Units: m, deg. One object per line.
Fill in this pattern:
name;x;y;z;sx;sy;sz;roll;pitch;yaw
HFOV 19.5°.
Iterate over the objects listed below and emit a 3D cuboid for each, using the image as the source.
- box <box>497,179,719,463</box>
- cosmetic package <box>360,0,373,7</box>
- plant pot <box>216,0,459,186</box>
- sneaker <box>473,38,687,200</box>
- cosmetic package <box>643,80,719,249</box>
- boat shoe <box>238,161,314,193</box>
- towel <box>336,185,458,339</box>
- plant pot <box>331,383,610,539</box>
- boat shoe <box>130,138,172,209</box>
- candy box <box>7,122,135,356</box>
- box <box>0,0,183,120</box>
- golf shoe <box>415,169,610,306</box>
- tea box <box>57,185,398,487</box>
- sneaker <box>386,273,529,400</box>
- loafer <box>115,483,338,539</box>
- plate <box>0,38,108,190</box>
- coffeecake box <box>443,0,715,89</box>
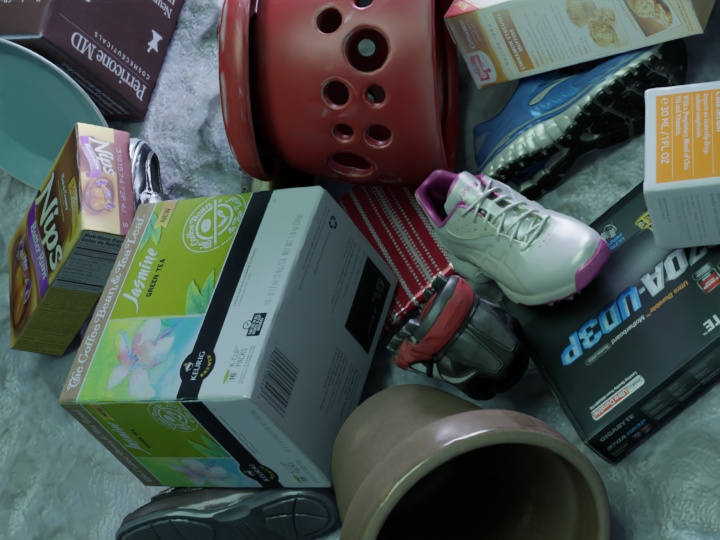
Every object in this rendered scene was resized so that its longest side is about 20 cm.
box;0.219;0.022;1.572;0.200;0.046;0.159;-39;48;11
cosmetic package;0.027;-0.337;1.827;0.200;0.166;0.168;-42;49;10
plant pot;-0.015;-0.168;1.701;0.181;0.201;0.202;0;63;9
sneaker;0.168;-0.139;1.677;0.199;0.078;0.090;-31;54;18
cosmetic package;0.307;-0.083;1.508;0.198;0.071;0.102;-6;51;14
boat shoe;-0.075;-0.089;1.819;0.065;0.073;0.201;-28;37;33
towel;0.000;0.000;1.758;0.200;0.022;0.145;-40;49;11
plant pot;0.058;0.167;1.531;0.200;0.200;0.175;-47;32;4
boat shoe;-0.183;-0.032;1.885;0.070;0.072;0.202;-11;62;11
candy box;-0.261;-0.025;1.873;0.200;0.056;0.117;-50;38;45
box;-0.283;-0.269;2.011;0.163;0.166;0.202;2;67;35
golf shoe;0.109;-0.029;1.593;0.075;0.092;0.200;-51;28;-15
tea box;-0.103;0.056;1.678;0.195;0.134;0.201;-5;52;34
sneaker;0.077;0.058;1.596;0.098;0.200;0.071;33;82;-1
loafer;-0.105;0.194;1.707;0.199;0.072;0.063;-14;38;22
plate;-0.306;-0.147;1.951;0.199;0.201;0.026;3;45;36
coffeecake box;0.186;-0.234;1.679;0.199;0.073;0.154;-12;31;30
